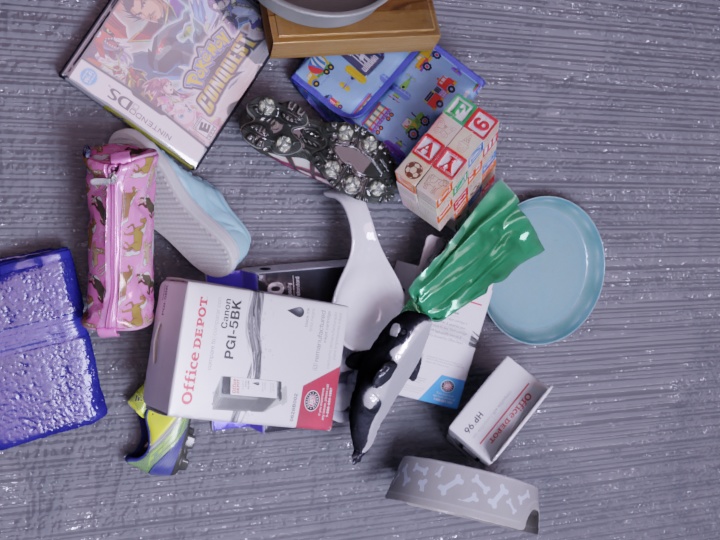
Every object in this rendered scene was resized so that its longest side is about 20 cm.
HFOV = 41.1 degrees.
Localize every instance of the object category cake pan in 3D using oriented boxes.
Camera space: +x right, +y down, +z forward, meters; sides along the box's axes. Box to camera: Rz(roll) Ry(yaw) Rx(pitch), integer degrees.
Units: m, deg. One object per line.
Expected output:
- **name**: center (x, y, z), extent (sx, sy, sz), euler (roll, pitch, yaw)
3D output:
- **cake pan**: center (-0.048, -0.351, 1.076), extent (0.198, 0.037, 0.202), euler (5, 62, -10)

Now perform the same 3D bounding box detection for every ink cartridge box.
- **ink cartridge box**: center (0.091, 0.062, 1.223), extent (0.115, 0.068, 0.202), euler (16, 91, -23)
- **ink cartridge box**: center (-0.085, 0.093, 1.168), extent (0.198, 0.043, 0.200), euler (-5, 99, -20)
- **ink cartridge box**: center (-0.125, 0.095, 1.065), extent (0.199, 0.083, 0.148), euler (10, 87, -30)
- **ink cartridge box**: center (0.169, 0.178, 1.193), extent (0.068, 0.200, 0.116), euler (38, 81, 11)

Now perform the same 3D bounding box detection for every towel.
- **towel**: center (-0.369, 0.085, 1.049), extent (0.146, 0.050, 0.202), euler (-14, 100, -17)

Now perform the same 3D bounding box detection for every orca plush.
- **orca plush**: center (0.015, 0.126, 1.144), extent (0.105, 0.071, 0.201), euler (-26, 141, -49)

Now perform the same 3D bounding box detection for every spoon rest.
- **spoon rest**: center (0.000, 0.000, 1.139), extent (0.099, 0.061, 0.202), euler (-15, 98, -21)

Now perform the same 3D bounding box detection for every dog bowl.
- **dog bowl**: center (0.132, 0.281, 1.208), extent (0.199, 0.200, 0.059), euler (19, 75, -23)

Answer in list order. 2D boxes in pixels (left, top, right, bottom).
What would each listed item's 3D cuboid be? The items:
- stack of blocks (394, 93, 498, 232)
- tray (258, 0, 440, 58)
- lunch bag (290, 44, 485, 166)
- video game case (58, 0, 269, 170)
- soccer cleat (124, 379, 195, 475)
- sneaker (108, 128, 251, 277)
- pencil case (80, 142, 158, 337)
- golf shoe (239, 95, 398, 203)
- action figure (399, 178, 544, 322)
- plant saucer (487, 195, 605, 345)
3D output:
- **stack of blocks**: center (0.105, -0.111, 1.137), extent (0.058, 0.200, 0.115), euler (36, 83, 14)
- **tray**: center (-0.014, -0.301, 1.106), extent (0.198, 0.037, 0.100), euler (-7, 73, -17)
- **lunch bag**: center (0.022, -0.228, 1.158), extent (0.200, 0.094, 0.151), euler (40, 79, -8)
- **video game case**: center (-0.207, -0.246, 1.081), extent (0.180, 0.025, 0.201), euler (35, 83, -23)
- **soccer cleat**: center (-0.223, 0.137, 1.107), extent (0.083, 0.065, 0.202), euler (12, 91, -14)
- **sneaker**: center (-0.203, -0.082, 1.093), extent (0.074, 0.082, 0.200), euler (-35, 97, 29)
- **pencil case**: center (-0.256, -0.033, 1.022), extent (0.086, 0.082, 0.202), euler (-14, 114, -49)
- **golf shoe**: center (-0.046, -0.140, 1.111), extent (0.199, 0.088, 0.078), euler (26, 84, -11)
- **action figure**: center (0.121, -0.004, 1.159), extent (0.200, 0.055, 0.118), euler (-42, 114, -9)
- **plant saucer**: center (0.242, -0.001, 1.301), extent (0.198, 0.027, 0.202), euler (-3, 98, -23)
